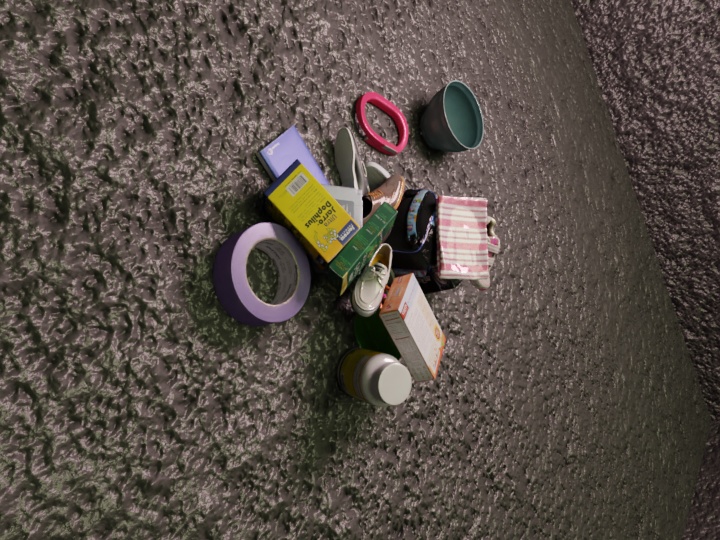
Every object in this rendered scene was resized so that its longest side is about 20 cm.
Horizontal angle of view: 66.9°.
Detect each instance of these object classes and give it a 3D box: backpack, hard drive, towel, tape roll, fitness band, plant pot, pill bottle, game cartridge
[{"bbox_3d":[0.125,-0.105,1.411,0.135,0.177,0.205,51,52,-44],"label":"backpack"},{"bbox_3d":[-0.146,-0.222,1.291,0.132,0.025,0.203,-48,114,-38],"label":"hard drive"},{"bbox_3d":[0.256,-0.081,1.357,0.141,0.030,0.209,0,85,-19],"label":"towel"},{"bbox_3d":[-0.205,0.010,1.147,0.195,0.083,0.208,12,72,-41],"label":"tape roll"},{"bbox_3d":[0.061,-0.408,1.522,0.196,0.037,0.149,22,64,-39],"label":"fitness band"},{"bbox_3d":[0.264,-0.448,1.652,0.196,0.132,0.209,11,73,-41],"label":"plant pot"},{"bbox_3d":[0.032,0.241,1.228,0.109,0.198,0.117,1,88,-25],"label":"pill bottle"},{"bbox_3d":[-0.058,-0.095,1.278,0.128,0.041,0.209,4,81,-15],"label":"game cartridge"}]

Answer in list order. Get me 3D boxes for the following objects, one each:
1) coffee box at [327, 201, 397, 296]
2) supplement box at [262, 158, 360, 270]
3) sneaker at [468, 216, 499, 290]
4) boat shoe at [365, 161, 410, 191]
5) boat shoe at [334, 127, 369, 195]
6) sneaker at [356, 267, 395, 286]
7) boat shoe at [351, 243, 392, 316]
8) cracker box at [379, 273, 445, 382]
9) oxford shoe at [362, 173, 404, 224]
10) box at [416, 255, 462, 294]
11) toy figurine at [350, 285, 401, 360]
[{"bbox_3d":[0.002,-0.046,1.208,0.044,0.124,0.201,37,69,8],"label":"coffee box"},{"bbox_3d":[-0.110,-0.118,1.188,0.200,0.109,0.110,46,76,-2],"label":"supplement box"},{"bbox_3d":[0.320,-0.053,1.430,0.079,0.087,0.209,3,79,-41],"label":"sneaker"},{"bbox_3d":[0.072,-0.238,1.481,0.199,0.070,0.073,40,46,-40],"label":"boat shoe"},{"bbox_3d":[-0.019,-0.260,1.392,0.059,0.074,0.209,-13,101,-42],"label":"boat shoe"},{"bbox_3d":[0.000,0.000,1.362,0.199,0.074,0.108,43,66,-27],"label":"sneaker"},{"bbox_3d":[0.034,0.014,1.253,0.069,0.071,0.203,24,45,2],"label":"boat shoe"},{"bbox_3d":[0.123,0.131,1.249,0.204,0.056,0.135,62,33,-23],"label":"cracker box"},{"bbox_3d":[0.045,-0.173,1.368,0.203,0.070,0.073,-56,145,-18],"label":"oxford shoe"},{"bbox_3d":[0.231,-0.025,1.512,0.199,0.161,0.088,-40,106,-41],"label":"box"},{"bbox_3d":[0.079,0.099,1.365,0.183,0.148,0.205,-33,99,-47],"label":"toy figurine"}]
